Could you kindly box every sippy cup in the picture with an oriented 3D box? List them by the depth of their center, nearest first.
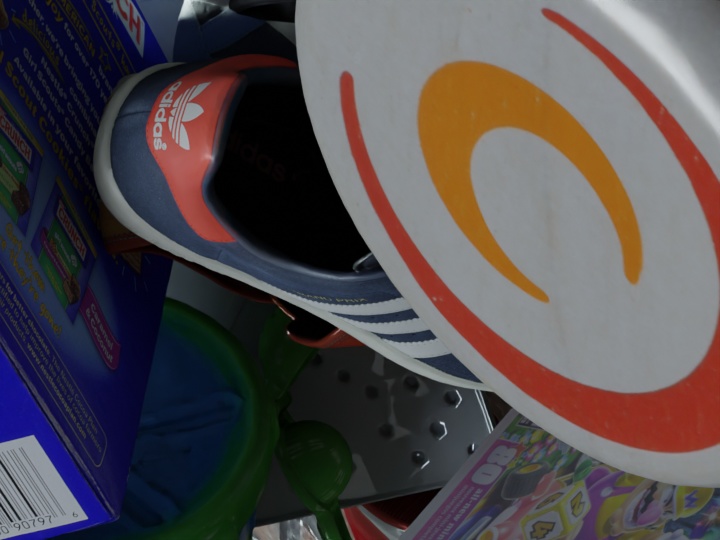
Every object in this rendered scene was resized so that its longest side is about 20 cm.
[{"bbox_3d":[-0.095,0.098,1.036,0.178,0.139,0.131,-93,0,-48],"label":"sippy cup"}]

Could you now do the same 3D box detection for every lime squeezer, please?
[{"bbox_3d":[-0.003,0.052,1.053,0.038,0.070,0.201,-109,23,-79],"label":"lime squeezer"}]

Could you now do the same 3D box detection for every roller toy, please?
[{"bbox_3d":[0.087,-0.055,0.743,0.182,0.140,0.200,-10,116,58],"label":"roller toy"}]

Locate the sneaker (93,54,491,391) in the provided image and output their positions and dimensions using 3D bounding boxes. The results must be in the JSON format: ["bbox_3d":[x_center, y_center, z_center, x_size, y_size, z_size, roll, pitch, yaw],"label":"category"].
[{"bbox_3d":[0.022,-0.011,0.889,0.084,0.199,0.075,-10,67,64],"label":"sneaker"}]

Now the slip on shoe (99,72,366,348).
[{"bbox_3d":[0.000,0.000,0.963,0.199,0.061,0.074,23,162,-28],"label":"slip on shoe"}]

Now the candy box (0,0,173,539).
[{"bbox_3d":[-0.126,-0.039,0.942,0.200,0.077,0.169,-80,-31,-49],"label":"candy box"}]

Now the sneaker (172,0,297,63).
[{"bbox_3d":[0.008,-0.085,0.946,0.200,0.074,0.083,-2,78,46],"label":"sneaker"}]

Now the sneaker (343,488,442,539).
[{"bbox_3d":[0.057,0.139,1.124,0.116,0.078,0.200,78,165,-51],"label":"sneaker"}]

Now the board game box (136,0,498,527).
[{"bbox_3d":[-0.066,-0.002,1.088,0.199,0.026,0.201,-14,104,20],"label":"board game box"}]

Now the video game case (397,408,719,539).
[{"bbox_3d":[0.077,0.098,0.906,0.200,0.143,0.018,9,140,54],"label":"video game case"}]

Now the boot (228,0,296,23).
[{"bbox_3d":[-0.029,-0.139,0.911,0.200,0.070,0.132,-176,89,-65],"label":"boot"}]
